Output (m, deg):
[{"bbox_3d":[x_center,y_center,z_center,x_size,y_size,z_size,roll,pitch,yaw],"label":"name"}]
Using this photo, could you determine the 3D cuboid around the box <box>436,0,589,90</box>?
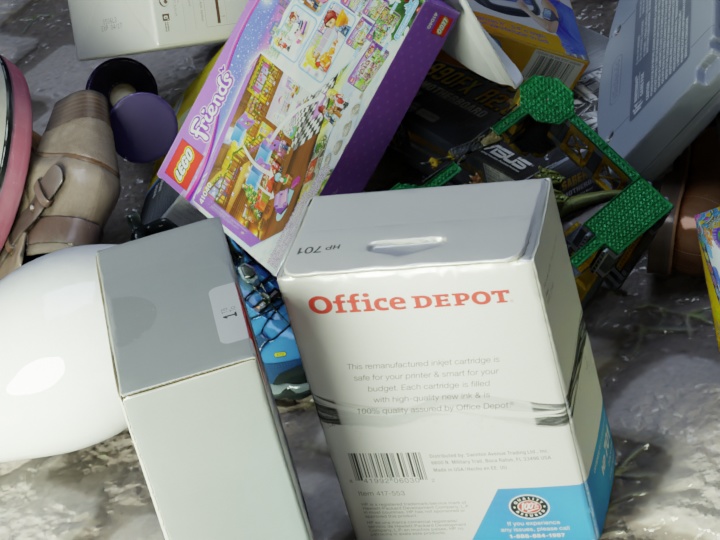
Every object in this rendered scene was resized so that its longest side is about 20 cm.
[{"bbox_3d":[0.083,-0.210,1.831,0.119,0.041,0.200,14,41,-23],"label":"box"}]

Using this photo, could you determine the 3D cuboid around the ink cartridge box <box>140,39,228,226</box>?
[{"bbox_3d":[-0.080,-0.118,1.830,0.200,0.047,0.198,-49,17,31],"label":"ink cartridge box"}]

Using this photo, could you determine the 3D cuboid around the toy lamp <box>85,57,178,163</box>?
[{"bbox_3d":[-0.171,-0.123,1.942,0.058,0.058,0.200,-20,15,-8],"label":"toy lamp"}]

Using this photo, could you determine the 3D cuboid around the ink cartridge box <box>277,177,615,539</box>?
[{"bbox_3d":[0.052,0.055,1.466,0.146,0.200,0.086,-3,34,18],"label":"ink cartridge box"}]

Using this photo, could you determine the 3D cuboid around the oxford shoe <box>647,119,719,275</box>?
[{"bbox_3d":[0.237,-0.063,1.709,0.071,0.071,0.200,9,45,10],"label":"oxford shoe"}]

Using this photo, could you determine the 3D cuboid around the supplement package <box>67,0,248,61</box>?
[{"bbox_3d":[-0.110,-0.232,1.977,0.200,0.120,0.121,-12,5,-37],"label":"supplement package"}]

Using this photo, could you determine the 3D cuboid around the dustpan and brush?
[{"bbox_3d":[0.045,-0.199,1.698,0.057,0.140,0.200,-38,25,-14],"label":"dustpan and brush"}]

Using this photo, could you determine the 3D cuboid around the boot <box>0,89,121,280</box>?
[{"bbox_3d":[-0.235,-0.036,1.846,0.200,0.070,0.146,-35,41,49],"label":"boot"}]

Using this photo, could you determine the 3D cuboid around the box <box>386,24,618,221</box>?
[{"bbox_3d":[0.122,-0.109,1.835,0.158,0.048,0.200,-29,35,-20],"label":"box"}]

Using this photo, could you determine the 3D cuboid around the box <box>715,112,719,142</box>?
[{"bbox_3d":[0.304,-0.134,1.683,0.132,0.115,0.200,23,30,-13],"label":"box"}]

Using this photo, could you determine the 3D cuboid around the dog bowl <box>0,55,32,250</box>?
[{"bbox_3d":[-0.296,-0.074,1.841,0.074,0.200,0.200,13,21,-27],"label":"dog bowl"}]

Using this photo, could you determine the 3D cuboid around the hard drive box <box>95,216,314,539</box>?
[{"bbox_3d":[-0.080,0.098,1.457,0.077,0.200,0.156,-16,32,-1],"label":"hard drive box"}]

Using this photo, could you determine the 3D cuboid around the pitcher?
[{"bbox_3d":[-0.217,0.057,1.670,0.200,0.121,0.172,-29,25,1],"label":"pitcher"}]

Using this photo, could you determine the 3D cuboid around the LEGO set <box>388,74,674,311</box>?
[{"bbox_3d":[0.089,-0.012,1.618,0.154,0.116,0.200,37,56,7],"label":"LEGO set"}]

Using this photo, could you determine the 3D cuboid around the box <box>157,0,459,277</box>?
[{"bbox_3d":[-0.036,-0.111,1.666,0.039,0.200,0.137,14,20,-49],"label":"box"}]

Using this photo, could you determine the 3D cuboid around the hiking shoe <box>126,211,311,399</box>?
[{"bbox_3d":[-0.080,0.024,1.678,0.200,0.087,0.074,14,43,39],"label":"hiking shoe"}]

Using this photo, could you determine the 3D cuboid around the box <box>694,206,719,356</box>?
[{"bbox_3d":[0.324,0.027,1.470,0.200,0.122,0.193,-21,33,-8],"label":"box"}]

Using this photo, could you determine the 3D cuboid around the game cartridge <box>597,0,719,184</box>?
[{"bbox_3d":[0.205,-0.145,1.707,0.133,0.040,0.200,-45,23,37],"label":"game cartridge"}]
